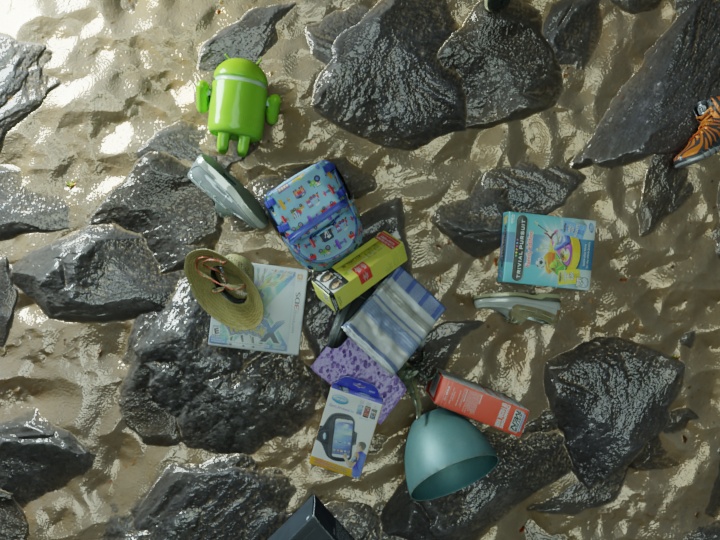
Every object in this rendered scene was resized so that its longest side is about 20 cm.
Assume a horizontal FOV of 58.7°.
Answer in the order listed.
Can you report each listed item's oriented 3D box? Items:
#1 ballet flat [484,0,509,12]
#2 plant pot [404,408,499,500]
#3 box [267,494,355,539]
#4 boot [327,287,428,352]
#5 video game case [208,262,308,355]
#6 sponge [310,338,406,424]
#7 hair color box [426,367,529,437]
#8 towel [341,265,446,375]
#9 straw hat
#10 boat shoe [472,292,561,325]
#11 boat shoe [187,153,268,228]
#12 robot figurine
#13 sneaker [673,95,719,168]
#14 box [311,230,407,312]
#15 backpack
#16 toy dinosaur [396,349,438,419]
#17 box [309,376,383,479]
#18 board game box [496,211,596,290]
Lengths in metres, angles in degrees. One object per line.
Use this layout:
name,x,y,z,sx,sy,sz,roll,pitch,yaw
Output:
ballet flat,0.322,-0.657,1.390,0.066,0.057,0.203,23,95,-31
plant pot,0.173,0.372,1.341,0.196,0.201,0.136,-20,56,-3
box,-0.104,0.630,1.344,0.200,0.124,0.197,-42,95,-1
boot,0.045,0.124,1.360,0.197,0.066,0.168,26,73,-6
video game case,-0.219,0.079,1.376,0.195,0.022,0.187,7,91,-4
sponge,0.000,0.228,1.390,0.199,0.030,0.112,39,88,-3
hair color box,0.247,0.279,1.366,0.196,0.111,0.065,21,91,-3
towel,0.073,0.100,1.326,0.147,0.024,0.200,42,65,3
straw hat,-0.259,0.017,1.315,0.200,0.201,0.085,39,45,-3
boat shoe,0.341,0.083,1.386,0.195,0.075,0.070,2,86,-5
boat shoe,-0.282,-0.152,1.351,0.201,0.070,0.071,45,108,-5
robot figurine,-0.252,-0.341,1.318,0.171,0.116,0.205,6,91,-10
sneaker,0.753,-0.310,1.412,0.198,0.078,0.114,-30,89,-13
box,0.000,0.000,1.332,0.198,0.075,0.051,-34,131,-18
backpack,-0.088,-0.103,1.326,0.180,0.135,0.203,-27,96,-2
toy dinosaur,0.114,0.216,1.366,0.087,0.048,0.202,-20,58,-12
box,-0.028,0.332,1.364,0.117,0.042,0.204,16,102,1
board game box,0.407,-0.042,1.401,0.195,0.047,0.155,5,91,-4
